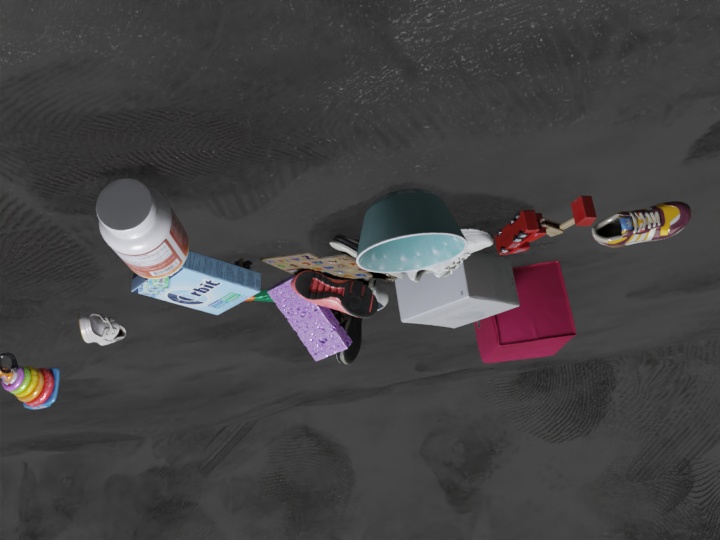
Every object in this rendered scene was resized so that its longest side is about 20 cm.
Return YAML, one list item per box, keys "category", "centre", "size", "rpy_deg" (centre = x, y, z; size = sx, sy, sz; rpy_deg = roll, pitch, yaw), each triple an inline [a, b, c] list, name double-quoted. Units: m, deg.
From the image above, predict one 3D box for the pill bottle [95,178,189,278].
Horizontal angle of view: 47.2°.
- category: "pill bottle"
  centre: [-0.343, -0.067, 1.296]
  size: [0.112, 0.113, 0.200]
  rpy_deg: [-8, 162, -2]

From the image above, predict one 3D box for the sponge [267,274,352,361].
- category: "sponge"
  centre: [-0.114, 0.103, 1.832]
  size: [0.111, 0.200, 0.030]
  rpy_deg: [-24, -165, 41]

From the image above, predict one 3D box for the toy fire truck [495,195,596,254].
- category: "toy fire truck"
  centre: [0.372, -0.088, 1.672]
  size: [0.140, 0.049, 0.200]
  rpy_deg: [-4, 162, -16]

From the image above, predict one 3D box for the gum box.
- category: "gum box"
  centre: [-0.327, 0.024, 1.641]
  size: [0.199, 0.045, 0.170]
  rpy_deg: [20, 149, -35]

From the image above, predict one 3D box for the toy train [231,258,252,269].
- category: "toy train"
  centre: [-0.261, 0.019, 1.736]
  size: [0.046, 0.034, 0.200]
  rpy_deg: [7, 159, -13]

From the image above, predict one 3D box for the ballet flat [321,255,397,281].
- category: "ballet flat"
  centre: [0.000, 0.000, 1.768]
  size: [0.199, 0.047, 0.067]
  rpy_deg: [2, 161, -23]

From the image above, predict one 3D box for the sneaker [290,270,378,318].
- category: "sneaker"
  centre: [-0.057, 0.046, 1.747]
  size: [0.199, 0.074, 0.087]
  rpy_deg: [20, 171, -20]

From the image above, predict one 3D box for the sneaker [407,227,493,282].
- category: "sneaker"
  centre: [0.182, -0.030, 1.701]
  size: [0.199, 0.088, 0.074]
  rpy_deg: [-17, 159, 21]

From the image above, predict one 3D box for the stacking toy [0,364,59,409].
- category: "stacking toy"
  centre: [-0.908, 0.290, 2.192]
  size: [0.116, 0.110, 0.200]
  rpy_deg: [-12, 151, 19]

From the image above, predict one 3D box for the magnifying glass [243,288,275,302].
- category: "magnifying glass"
  centre: [-0.224, 0.057, 1.894]
  size: [0.199, 0.023, 0.080]
  rpy_deg: [-5, 162, -18]

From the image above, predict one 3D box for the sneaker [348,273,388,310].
- category: "sneaker"
  centre: [0.015, 0.046, 1.868]
  size: [0.199, 0.080, 0.129]
  rpy_deg: [19, 158, -37]

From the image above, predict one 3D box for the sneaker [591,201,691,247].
- category: "sneaker"
  centre: [0.582, -0.095, 1.711]
  size: [0.199, 0.075, 0.090]
  rpy_deg: [-21, 164, 31]

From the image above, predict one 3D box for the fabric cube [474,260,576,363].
- category: "fabric cube"
  centre: [0.398, 0.108, 2.055]
  size: [0.199, 0.197, 0.199]
  rpy_deg: [-7, 163, -4]

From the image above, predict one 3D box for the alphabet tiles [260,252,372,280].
- category: "alphabet tiles"
  centre: [-0.076, -0.007, 1.674]
  size: [0.199, 0.008, 0.167]
  rpy_deg: [-6, 159, 38]

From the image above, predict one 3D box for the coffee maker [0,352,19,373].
- category: "coffee maker"
  centre: [-0.944, 0.216, 1.908]
  size: [0.192, 0.135, 0.200]
  rpy_deg: [-33, 162, 0]

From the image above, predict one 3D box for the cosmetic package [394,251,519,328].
- category: "cosmetic package"
  centre: [0.219, 0.044, 1.889]
  size: [0.199, 0.124, 0.199]
  rpy_deg: [-23, 159, 39]

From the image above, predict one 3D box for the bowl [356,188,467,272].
- category: "bowl"
  centre: [0.083, -0.077, 1.478]
  size: [0.200, 0.106, 0.201]
  rpy_deg: [-9, 163, -3]

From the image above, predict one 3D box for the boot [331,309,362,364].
- category: "boot"
  centre: [-0.077, 0.141, 1.951]
  size: [0.153, 0.204, 0.074]
  rpy_deg: [-11, 138, 21]

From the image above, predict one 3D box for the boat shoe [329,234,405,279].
- category: "boat shoe"
  centre: [0.024, -0.040, 1.638]
  size: [0.200, 0.061, 0.074]
  rpy_deg: [24, 178, -37]

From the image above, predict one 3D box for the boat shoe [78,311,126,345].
- category: "boat shoe"
  centre: [-0.581, 0.127, 1.866]
  size: [0.069, 0.071, 0.200]
  rpy_deg: [-9, 171, -1]
